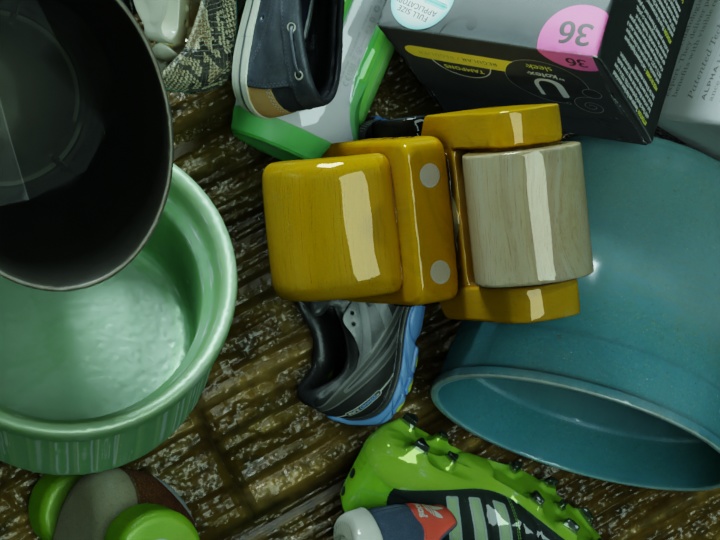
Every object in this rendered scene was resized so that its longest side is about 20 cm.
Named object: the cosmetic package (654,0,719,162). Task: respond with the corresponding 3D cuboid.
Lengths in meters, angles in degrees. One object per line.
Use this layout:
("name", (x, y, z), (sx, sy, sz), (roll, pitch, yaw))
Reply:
("cosmetic package", (0.276, -0.138, 1.601), (0.165, 0.200, 0.165), (27, 84, -26))

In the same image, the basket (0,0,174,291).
("basket", (-0.192, -0.091, 1.369), (0.136, 0.200, 0.181), (-19, 104, -13))

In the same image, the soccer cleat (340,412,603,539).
("soccer cleat", (0.077, 0.163, 1.644), (0.200, 0.068, 0.081), (28, 112, -24))

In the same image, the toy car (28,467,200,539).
("toy car", (-0.097, 0.211, 1.543), (0.200, 0.164, 0.158), (12, 90, -27))

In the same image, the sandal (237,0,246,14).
("sandal", (-0.065, -0.220, 1.554), (0.082, 0.055, 0.200), (26, 89, -53))

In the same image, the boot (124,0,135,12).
("boot", (-0.134, -0.267, 1.541), (0.153, 0.073, 0.204), (-22, 101, -18))

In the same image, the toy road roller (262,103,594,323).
("toy road roller", (0.031, -0.029, 1.476), (0.146, 0.200, 0.123), (-10, 96, -30))

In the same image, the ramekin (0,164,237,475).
("ramekin", (-0.176, 0.025, 1.494), (0.199, 0.098, 0.200), (2, 63, -5))

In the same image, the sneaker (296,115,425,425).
("sneaker", (0.000, 0.000, 1.597), (0.083, 0.071, 0.200), (6, 95, -28))

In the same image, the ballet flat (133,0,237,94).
("ballet flat", (-0.104, -0.205, 1.490), (0.075, 0.068, 0.201), (-6, 104, -50))

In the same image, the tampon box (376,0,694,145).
("tampon box", (0.125, -0.201, 1.542), (0.126, 0.150, 0.200), (46, 58, -58))

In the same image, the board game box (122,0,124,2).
("board game box", (-0.241, -0.156, 1.464), (0.200, 0.028, 0.136), (-16, 105, -14))

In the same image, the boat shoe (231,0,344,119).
("boat shoe", (-0.029, -0.189, 1.503), (0.075, 0.062, 0.201), (18, 80, -58))

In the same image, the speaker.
("speaker", (-0.011, -0.165, 1.577), (0.088, 0.088, 0.200), (24, 86, -17))

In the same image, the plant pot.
("plant pot", (0.166, 0.019, 1.598), (0.200, 0.200, 0.188), (22, 73, -18))

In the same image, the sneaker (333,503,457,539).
("sneaker", (0.037, 0.239, 1.604), (0.084, 0.075, 0.200), (-12, 119, -16))
